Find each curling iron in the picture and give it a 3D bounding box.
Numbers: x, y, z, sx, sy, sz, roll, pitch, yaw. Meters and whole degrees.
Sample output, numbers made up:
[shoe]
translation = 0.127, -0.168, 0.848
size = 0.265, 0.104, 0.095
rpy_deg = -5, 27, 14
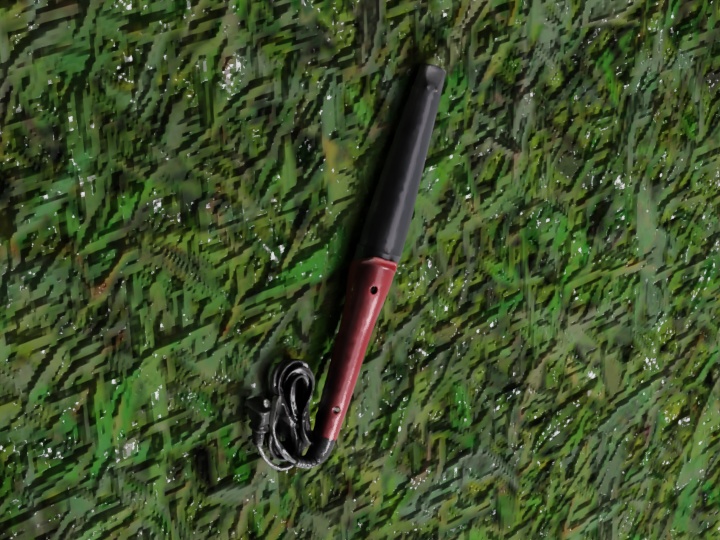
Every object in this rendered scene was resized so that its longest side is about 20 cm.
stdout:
[curling iron]
translation = 0.000, 0.000, 0.912
size = 0.049, 0.025, 0.202
rpy_deg = 23, 90, -48
